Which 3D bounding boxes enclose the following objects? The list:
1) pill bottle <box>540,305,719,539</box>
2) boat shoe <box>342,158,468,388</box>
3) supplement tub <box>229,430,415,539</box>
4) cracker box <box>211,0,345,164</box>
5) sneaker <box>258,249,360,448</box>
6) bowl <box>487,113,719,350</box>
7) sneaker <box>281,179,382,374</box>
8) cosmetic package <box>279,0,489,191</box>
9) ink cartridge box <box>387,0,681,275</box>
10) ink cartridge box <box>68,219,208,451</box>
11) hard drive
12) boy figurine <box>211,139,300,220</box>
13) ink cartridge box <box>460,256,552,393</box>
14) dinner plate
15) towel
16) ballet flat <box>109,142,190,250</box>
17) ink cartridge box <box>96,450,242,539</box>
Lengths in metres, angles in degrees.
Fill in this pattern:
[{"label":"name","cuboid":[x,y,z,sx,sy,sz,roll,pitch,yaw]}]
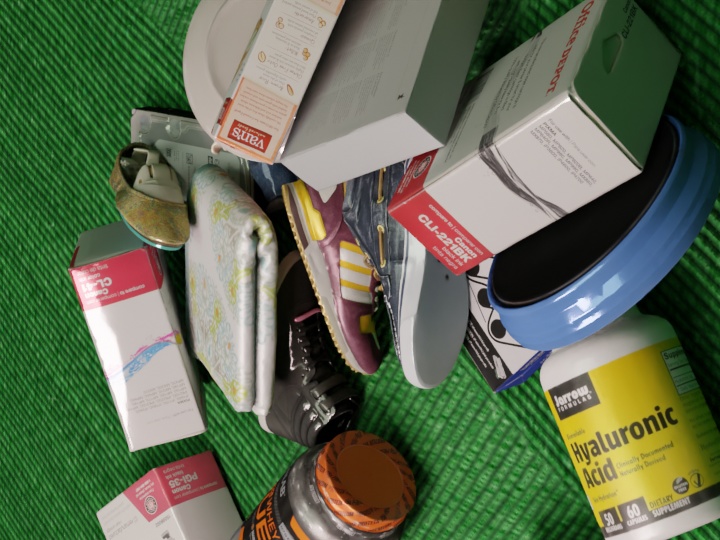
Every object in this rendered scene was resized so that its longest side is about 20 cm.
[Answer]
[{"label":"pill bottle","cuboid":[0.202,0.102,1.108,0.111,0.111,0.201,-32,76,44]},{"label":"boat shoe","cuboid":[0.036,-0.005,1.222,0.090,0.071,0.202,3,93,43]},{"label":"supplement tub","cuboid":[-0.037,0.244,1.378,0.123,0.122,0.200,56,132,21]},{"label":"cracker box","cuboid":[-0.062,-0.192,1.226,0.134,0.057,0.201,-139,72,-80]},{"label":"sneaker","cuboid":[-0.041,0.083,1.387,0.099,0.070,0.201,26,122,36]},{"label":"bowl","cuboid":[0.171,-0.033,1.057,0.039,0.201,0.200,42,138,-18]},{"label":"sneaker","cuboid":[0.000,0.000,1.320,0.075,0.090,0.201,-109,-2,-66]},{"label":"cosmetic package","cuboid":[0.026,-0.173,1.186,0.150,0.052,0.201,-18,46,48]},{"label":"ink cartridge box","cuboid":[0.131,-0.104,1.099,0.084,0.145,0.200,41,137,-16]},{"label":"ink cartridge box","cuboid":[-0.221,0.059,1.474,0.148,0.085,0.201,-115,10,-74]},{"label":"hard drive","cuboid":[-0.162,-0.088,1.490,0.199,0.038,0.141,15,110,44]},{"label":"boy figurine","cuboid":[-0.088,-0.149,1.370,0.124,0.064,0.201,-23,79,11]},{"label":"ink cartridge box","cuboid":[0.098,-0.008,1.236,0.094,0.044,0.201,-48,65,39]},{"label":"dinner plate","cuboid":[-0.076,-0.198,1.321,0.199,0.024,0.202,-2,84,20]},{"label":"towel","cuboid":[-0.120,0.017,1.375,0.171,0.048,0.202,-141,48,-59]},{"label":"ballet flat","cuboid":[-0.205,-0.080,1.426,0.200,0.070,0.071,-133,45,-63]},{"label":"ink cartridge box","cuboid":[-0.184,0.317,1.573,0.146,0.082,0.201,-38,72,43]}]
